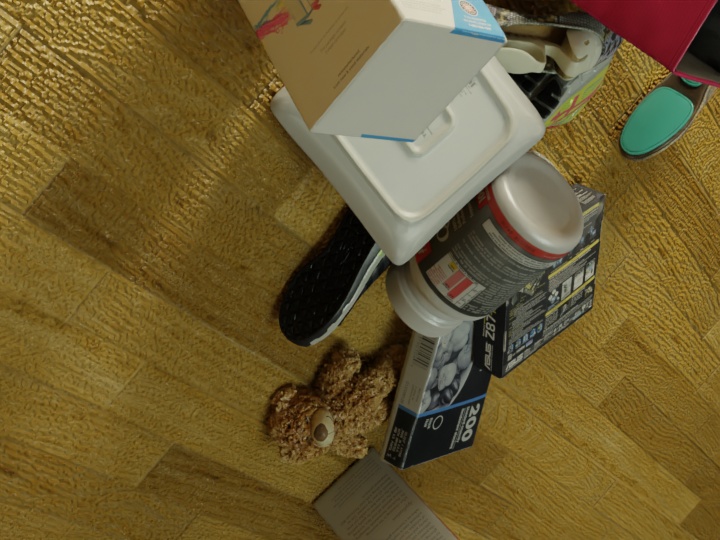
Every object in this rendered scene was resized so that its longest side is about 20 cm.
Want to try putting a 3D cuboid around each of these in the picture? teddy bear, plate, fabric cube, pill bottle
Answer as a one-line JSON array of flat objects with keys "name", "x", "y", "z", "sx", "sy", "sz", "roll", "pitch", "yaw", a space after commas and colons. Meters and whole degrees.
[{"name": "teddy bear", "x": -0.009, "y": 0.153, "z": 1.605, "sx": 0.199, "sy": 0.067, "sz": 0.146, "roll": -1, "pitch": 123, "yaw": -47}, {"name": "plate", "x": 0.051, "y": -0.139, "z": 1.306, "sx": 0.200, "sy": 0.032, "sz": 0.200, "roll": -42, "pitch": 106, "yaw": -7}, {"name": "fabric cube", "x": 0.308, "y": -0.309, "z": 1.348, "sx": 0.195, "sy": 0.199, "sz": 0.201, "roll": 1, "pitch": 125, "yaw": -54}, {"name": "pill bottle", "x": 0.119, "y": -0.021, "z": 1.438, "sx": 0.115, "sy": 0.117, "sz": 0.200, "roll": -4, "pitch": 152, "yaw": -44}]

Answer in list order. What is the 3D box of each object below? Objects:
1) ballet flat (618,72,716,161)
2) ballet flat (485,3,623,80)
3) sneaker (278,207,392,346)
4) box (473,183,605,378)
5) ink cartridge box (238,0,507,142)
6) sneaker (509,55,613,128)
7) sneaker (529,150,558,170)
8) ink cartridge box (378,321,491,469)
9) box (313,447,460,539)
[{"name": "ballet flat", "x": 0.381, "y": -0.202, "z": 1.671, "sx": 0.200, "sy": 0.068, "sz": 0.067, "roll": -50, "pitch": 153, "yaw": 7}, {"name": "ballet flat", "x": 0.178, "y": -0.213, "z": 1.387, "sx": 0.198, "sy": 0.072, "sz": 0.073, "roll": 1, "pitch": 126, "yaw": -25}, {"name": "sneaker", "x": 0.000, "y": 0.000, "z": 1.458, "sx": 0.201, "sy": 0.072, "sz": 0.083, "roll": -52, "pitch": 148, "yaw": 8}, {"name": "box", "x": 0.207, "y": 0.010, "z": 1.652, "sx": 0.199, "sy": 0.049, "sz": 0.163, "roll": -32, "pitch": 135, "yaw": -41}, {"name": "ink cartridge box", "x": -0.005, "y": -0.221, "z": 1.136, "sx": 0.128, "sy": 0.201, "sz": 0.125, "roll": 0, "pitch": 143, "yaw": -47}, {"name": "sneaker", "x": 0.186, "y": -0.172, "z": 1.484, "sx": 0.199, "sy": 0.078, "sz": 0.091, "roll": -33, "pitch": 152, "yaw": -14}, {"name": "sneaker", "x": 0.172, "y": -0.090, "z": 1.545, "sx": 0.199, "sy": 0.081, "sz": 0.076, "roll": 12, "pitch": 114, "yaw": -53}, {"name": "ink cartridge box", "x": 0.116, "y": 0.121, "z": 1.675, "sx": 0.199, "sy": 0.043, "sz": 0.200, "roll": -12, "pitch": 121, "yaw": -52}, {"name": "box", "x": 0.060, "y": 0.341, "z": 1.750, "sx": 0.106, "sy": 0.200, "sz": 0.153, "roll": -42, "pitch": 146, "yaw": -5}]
